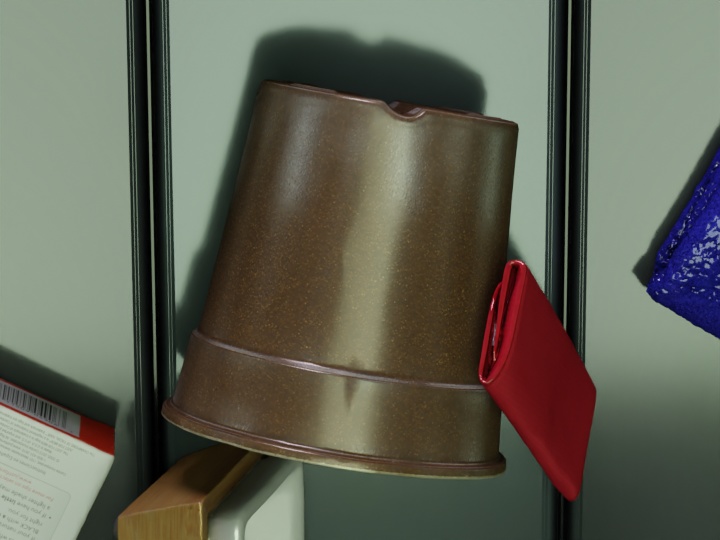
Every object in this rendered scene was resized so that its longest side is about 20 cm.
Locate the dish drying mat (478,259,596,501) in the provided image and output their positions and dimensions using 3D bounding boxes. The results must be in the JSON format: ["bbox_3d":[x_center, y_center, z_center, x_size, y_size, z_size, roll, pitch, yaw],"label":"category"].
[{"bbox_3d":[0.103,0.065,1.467,0.018,0.200,0.077,4,69,19],"label":"dish drying mat"}]

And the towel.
[{"bbox_3d":[0.288,-0.001,1.535,0.199,0.050,0.148,27,99,-9],"label":"towel"}]

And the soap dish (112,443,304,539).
[{"bbox_3d":[-0.088,0.208,1.510,0.081,0.157,0.201,3,103,13],"label":"soap dish"}]

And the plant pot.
[{"bbox_3d":[0.000,0.000,1.455,0.199,0.200,0.199,9,94,-6],"label":"plant pot"}]

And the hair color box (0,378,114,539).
[{"bbox_3d":[-0.237,0.167,1.533,0.111,0.064,0.201,25,99,-10],"label":"hair color box"}]
